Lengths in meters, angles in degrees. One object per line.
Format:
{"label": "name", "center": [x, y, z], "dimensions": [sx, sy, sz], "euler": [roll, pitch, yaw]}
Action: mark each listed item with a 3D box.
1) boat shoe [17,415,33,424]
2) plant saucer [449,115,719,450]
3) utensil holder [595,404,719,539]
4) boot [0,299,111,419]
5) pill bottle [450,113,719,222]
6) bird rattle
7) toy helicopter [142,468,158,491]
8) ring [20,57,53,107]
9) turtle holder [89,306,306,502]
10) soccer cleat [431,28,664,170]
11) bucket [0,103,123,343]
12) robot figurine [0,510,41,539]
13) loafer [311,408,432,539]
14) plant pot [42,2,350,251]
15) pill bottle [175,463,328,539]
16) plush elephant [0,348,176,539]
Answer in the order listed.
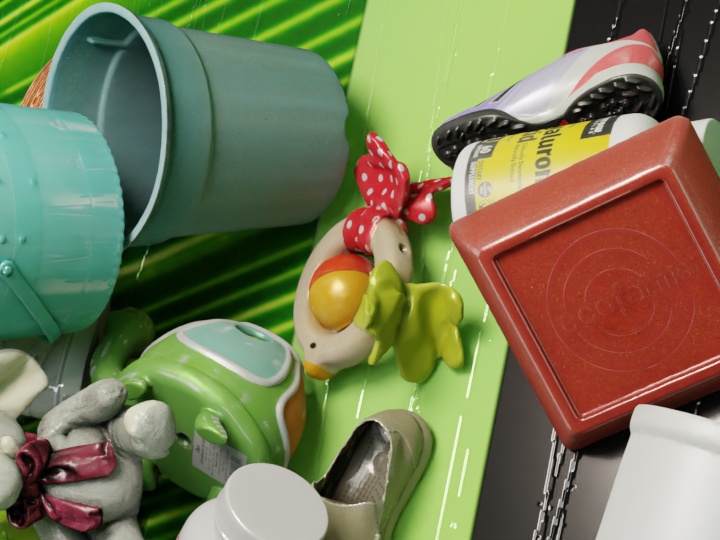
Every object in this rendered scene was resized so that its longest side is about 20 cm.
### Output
{"label": "boat shoe", "center": [-0.331, 0.137, 1.878], "dimensions": [0.200, 0.071, 0.091], "euler": [-7, 70, 35]}
{"label": "plant saucer", "center": [0.190, 0.018, 1.562], "dimensions": [0.199, 0.037, 0.200], "euler": [-25, 100, 20]}
{"label": "utensil holder", "center": [0.234, 0.212, 1.455], "dimensions": [0.170, 0.170, 0.200], "euler": [16, 81, 34]}
{"label": "boot", "center": [-0.266, 0.049, 1.808], "dimensions": [0.095, 0.074, 0.200], "euler": [7, 33, 1]}
{"label": "pill bottle", "center": [0.178, -0.058, 1.625], "dimensions": [0.200, 0.111, 0.112], "euler": [-9, 67, 26]}
{"label": "bird rattle", "center": [0.000, 0.000, 1.719], "dimensions": [0.163, 0.113, 0.200], "euler": [-35, 53, 34]}
{"label": "toy helicopter", "center": [-0.203, 0.135, 1.812], "dimensions": [0.200, 0.079, 0.132], "euler": [-48, 46, -7]}
{"label": "ring", "center": [-0.240, -0.135, 1.956], "dimensions": [0.200, 0.019, 0.201], "euler": [-10, 67, 26]}
{"label": "turtle holder", "center": [-0.127, 0.106, 1.729], "dimensions": [0.185, 0.141, 0.132], "euler": [5, 38, 39]}
{"label": "soccer cleat", "center": [0.149, -0.132, 1.708], "dimensions": [0.200, 0.068, 0.073], "euler": [-19, 39, 27]}
{"label": "bucket", "center": [-0.285, -0.036, 1.672], "dimensions": [0.207, 0.135, 0.208], "euler": [0, 90, 54]}
{"label": "robot figurine", "center": [-0.301, 0.272, 1.754], "dimensions": [0.200, 0.175, 0.116], "euler": [-46, 37, 38]}
{"label": "loafer", "center": [-0.013, 0.195, 1.665], "dimensions": [0.076, 0.068, 0.200], "euler": [17, 81, 34]}
{"label": "plant pot", "center": [-0.128, -0.111, 1.747], "dimensions": [0.200, 0.196, 0.201], "euler": [1, 91, 53]}
{"label": "pill bottle", "center": [-0.099, 0.242, 1.625], "dimensions": [0.109, 0.109, 0.200], "euler": [56, 133, 33]}
{"label": "plush elephant", "center": [-0.245, 0.151, 1.625], "dimensions": [0.200, 0.154, 0.165], "euler": [37, 121, 59]}
